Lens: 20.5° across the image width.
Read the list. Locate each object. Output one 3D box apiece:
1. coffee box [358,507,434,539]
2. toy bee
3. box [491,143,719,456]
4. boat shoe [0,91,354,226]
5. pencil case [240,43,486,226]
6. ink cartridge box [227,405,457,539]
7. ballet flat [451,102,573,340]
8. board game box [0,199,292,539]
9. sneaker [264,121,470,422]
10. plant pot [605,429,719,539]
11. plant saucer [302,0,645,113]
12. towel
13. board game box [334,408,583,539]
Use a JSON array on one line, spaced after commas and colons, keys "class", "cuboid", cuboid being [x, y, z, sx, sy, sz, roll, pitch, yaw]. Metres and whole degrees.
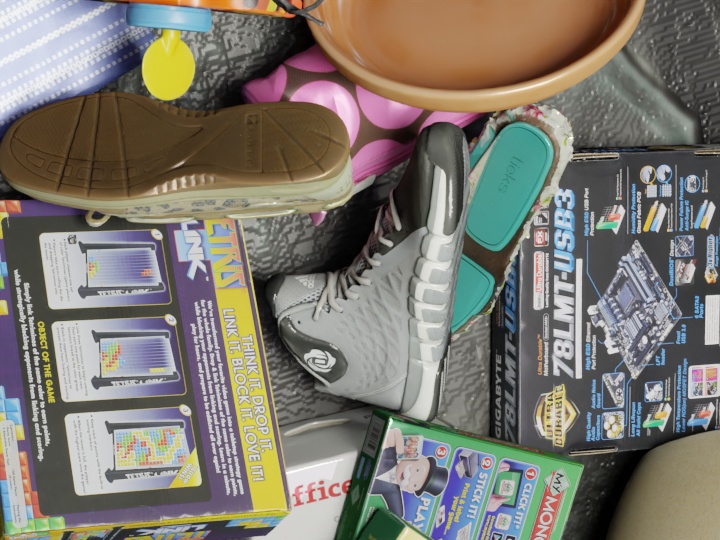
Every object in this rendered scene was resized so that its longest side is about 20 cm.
[{"class": "coffee box", "cuboid": [0.008, 0.251, 1.155, 0.123, 0.044, 0.200, 37, 85, -22]}, {"class": "toy bee", "cuboid": [-0.086, -0.156, 1.119, 0.109, 0.200, 0.131, -2, 120, -61]}, {"class": "box", "cuboid": [0.184, 0.018, 1.313, 0.198, 0.050, 0.200, -4, 97, -19]}, {"class": "boat shoe", "cuboid": [-0.104, -0.055, 1.127, 0.200, 0.063, 0.073, 3, 62, 8]}, {"class": "pencil case", "cuboid": [0.028, -0.112, 1.213, 0.200, 0.091, 0.094, -31, 72, -14]}, {"class": "ink cartridge box", "cuboid": [-0.006, 0.197, 1.241, 0.147, 0.083, 0.200, -12, 102, -19]}, {"class": "ballet flat", "cuboid": [0.072, -0.024, 1.235, 0.076, 0.064, 0.200, 39, 118, 3]}, {"class": "board game box", "cuboid": [-0.139, 0.057, 1.136, 0.165, 0.057, 0.200, -1, 67, -23]}, {"class": "sneaker", "cuboid": [0.000, 0.000, 1.182, 0.115, 0.075, 0.200, 9, 120, 7]}, {"class": "plant pot", "cuboid": [0.241, 0.178, 1.299, 0.200, 0.200, 0.135, -3, 70, -22]}, {"class": "plant saucer", "cuboid": [0.067, -0.159, 1.162, 0.200, 0.200, 0.037, -29, 141, -16]}, {"class": "towel", "cuboid": [-0.218, -0.180, 1.141, 0.145, 0.024, 0.200, -32, 109, -18]}, {"class": "board game box", "cuboid": [0.044, 0.195, 1.199, 0.135, 0.029, 0.200, 16, 93, -23]}]
